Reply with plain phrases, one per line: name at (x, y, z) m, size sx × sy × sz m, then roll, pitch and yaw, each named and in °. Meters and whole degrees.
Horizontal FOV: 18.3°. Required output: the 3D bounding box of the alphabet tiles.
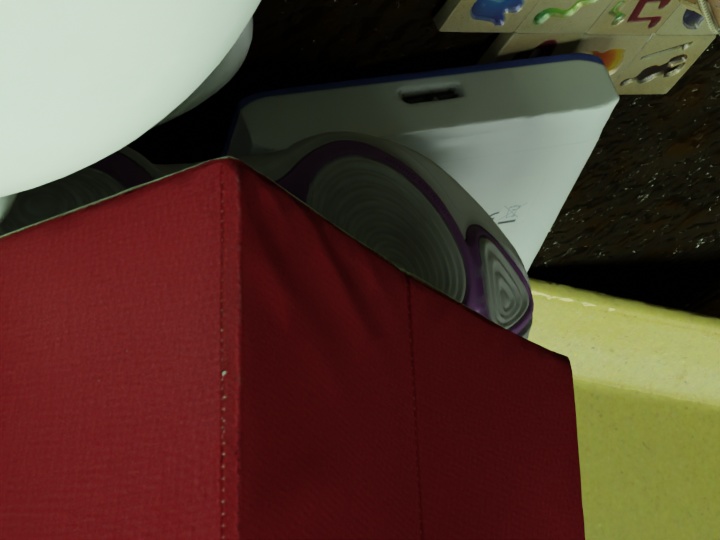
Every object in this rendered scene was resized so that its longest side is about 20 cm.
alphabet tiles at (0.119, -0.122, 0.723) m, size 0.167 × 0.008 × 0.200 m, roll -5°, pitch 147°, yaw -39°

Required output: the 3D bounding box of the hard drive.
hard drive at (0.000, 0.000, 0.803) m, size 0.131 × 0.025 × 0.200 m, roll -9°, pitch 149°, yaw -22°

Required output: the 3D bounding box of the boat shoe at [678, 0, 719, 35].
boat shoe at (0.116, -0.130, 0.613) m, size 0.075 × 0.072 × 0.200 m, roll -24°, pitch 154°, yaw -5°

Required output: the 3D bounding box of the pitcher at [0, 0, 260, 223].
pitcher at (-0.073, -0.074, 0.515) m, size 0.171 × 0.122 × 0.200 m, roll -17°, pitch 164°, yaw -36°

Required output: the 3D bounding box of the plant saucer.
plant saucer at (0.121, 0.118, 0.927) m, size 0.199 × 0.201 × 0.048 m, roll 12°, pitch 159°, yaw -27°

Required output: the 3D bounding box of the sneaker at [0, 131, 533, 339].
sneaker at (-0.044, -0.001, 0.702) m, size 0.199 × 0.075 × 0.100 m, roll 8°, pitch 162°, yaw -19°

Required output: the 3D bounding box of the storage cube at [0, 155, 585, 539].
storage cube at (-0.053, 0.100, 0.605) m, size 0.199 × 0.181 × 0.171 m, roll -17°, pitch 152°, yaw 32°
